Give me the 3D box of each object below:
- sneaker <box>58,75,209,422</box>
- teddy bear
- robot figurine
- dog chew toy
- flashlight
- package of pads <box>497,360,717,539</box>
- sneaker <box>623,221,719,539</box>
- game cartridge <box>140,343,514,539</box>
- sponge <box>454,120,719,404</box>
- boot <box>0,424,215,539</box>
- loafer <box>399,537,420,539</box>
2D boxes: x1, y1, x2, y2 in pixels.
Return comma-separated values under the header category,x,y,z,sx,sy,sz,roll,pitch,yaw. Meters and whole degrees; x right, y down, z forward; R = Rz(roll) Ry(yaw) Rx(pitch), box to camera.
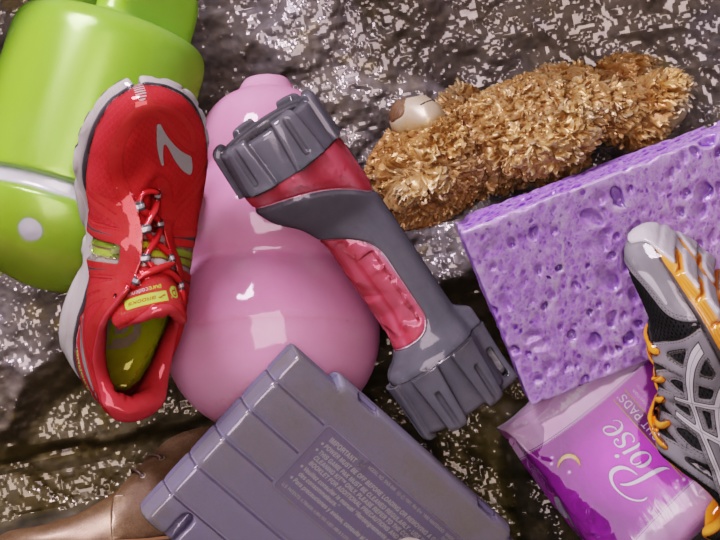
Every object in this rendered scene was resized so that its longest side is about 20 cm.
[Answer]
category,x,y,z,sx,sy,sz,roll,pitch,yaw
sneaker,-0.113,-0.008,1.500,0.077,0.085,0.200,-4,121,-19
teddy bear,0.092,-0.086,1.573,0.200,0.145,0.067,-12,116,1
robot figurine,-0.159,-0.077,1.591,0.175,0.116,0.200,10,79,38
dog chew toy,-0.052,-0.013,1.592,0.124,0.125,0.200,-2,79,2
flashlight,0.000,0.000,1.515,0.068,0.068,0.200,-24,104,35
package of pads,0.189,0.074,1.594,0.200,0.076,0.121,-41,84,0
sneaker,0.187,0.066,1.506,0.077,0.078,0.200,-24,105,18
game cartridge,-0.007,0.147,1.544,0.200,0.038,0.130,43,87,-20
sponge,0.164,-0.011,1.532,0.200,0.030,0.112,-21,107,2
boot,-0.121,0.139,1.616,0.200,0.074,0.076,-10,72,-5
loafer,0.044,0.235,1.528,0.068,0.076,0.200,-7,116,-13
